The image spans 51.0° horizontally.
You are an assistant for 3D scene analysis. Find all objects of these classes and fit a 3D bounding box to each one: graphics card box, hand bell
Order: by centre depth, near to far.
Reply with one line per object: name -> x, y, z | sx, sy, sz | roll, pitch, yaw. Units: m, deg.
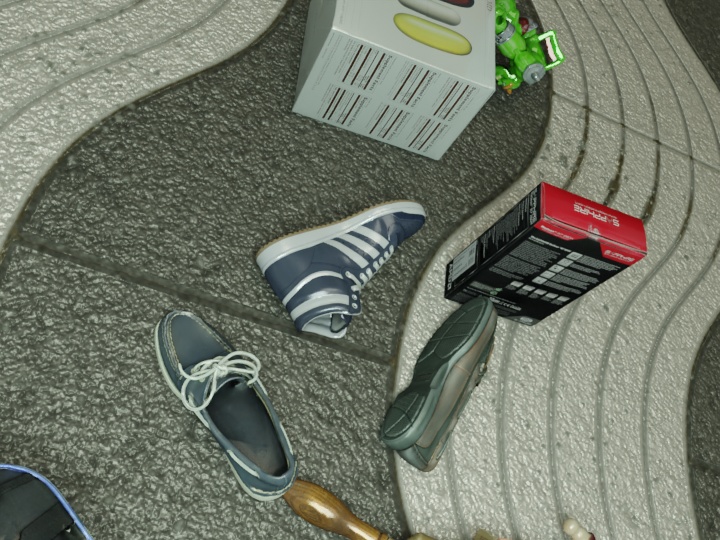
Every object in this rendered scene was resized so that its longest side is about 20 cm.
hand bell -> 0.011, 0.242, 0.676 | 0.199, 0.104, 0.104 | 30, 55, 4
graphics card box -> 0.190, -0.010, 0.813 | 0.125, 0.200, 0.051 | 17, 59, -16

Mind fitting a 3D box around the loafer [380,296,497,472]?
loafer -> 0.092, 0.117, 0.790 | 0.063, 0.072, 0.200 | 49, 59, -20

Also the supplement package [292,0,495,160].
supplement package -> 0.042, -0.274, 0.911 | 0.199, 0.147, 0.192 | 15, 59, -17

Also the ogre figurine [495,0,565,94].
ogre figurine -> 0.214, -0.315, 1.037 | 0.098, 0.200, 0.120 | -35, 97, 3

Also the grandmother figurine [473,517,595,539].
grandmother figurine -> 0.201, 0.307, 0.744 | 0.199, 0.061, 0.122 | 22, 84, -18

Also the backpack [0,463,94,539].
backpack -> -0.272, 0.233, 0.491 | 0.199, 0.147, 0.183 | -31, 80, -31

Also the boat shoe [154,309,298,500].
boat shoe -> -0.122, 0.111, 0.675 | 0.075, 0.062, 0.201 | -23, 69, -26

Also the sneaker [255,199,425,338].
sneaker -> 0.000, 0.000, 0.792 | 0.199, 0.070, 0.109 | -19, 69, -25
